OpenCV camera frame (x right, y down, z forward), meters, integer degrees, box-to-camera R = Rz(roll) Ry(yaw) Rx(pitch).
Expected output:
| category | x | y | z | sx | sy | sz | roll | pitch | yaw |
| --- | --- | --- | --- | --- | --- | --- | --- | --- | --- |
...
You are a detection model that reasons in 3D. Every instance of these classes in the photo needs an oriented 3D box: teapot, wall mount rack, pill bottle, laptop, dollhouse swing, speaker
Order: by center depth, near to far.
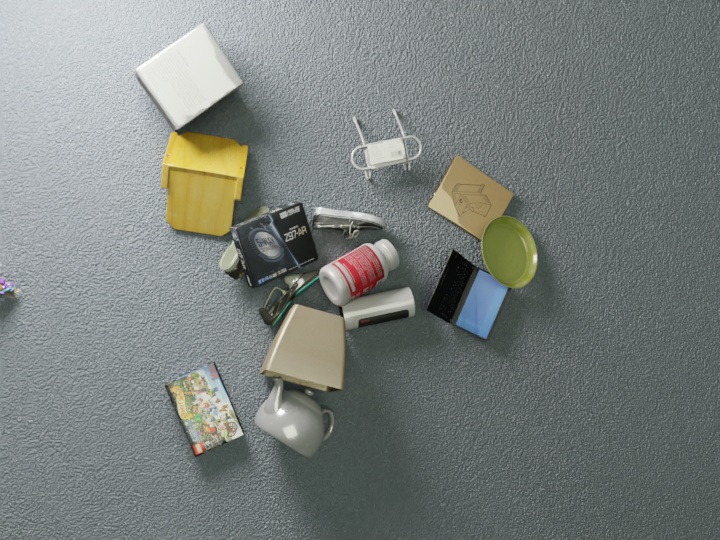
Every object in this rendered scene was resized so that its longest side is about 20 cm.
| category | x | y | z | sx | sy | sz | roll | pitch | yaw |
| --- | --- | --- | --- | --- | --- | --- | --- | --- | --- |
| teapot | -0.160 | 0.371 | 1.687 | 0.196 | 0.200 | 0.147 | 31 | 74 | 3 |
| dollhouse swing | -0.402 | -0.222 | 1.716 | 0.196 | 0.177 | 0.184 | 7 | 47 | -9 |
| pill bottle | 0.000 | 0.000 | 1.736 | 0.198 | 0.112 | 0.113 | -30 | 95 | -23 |
| speaker | 0.042 | 0.101 | 1.769 | 0.197 | 0.081 | 0.083 | -11 | 92 | -11 |
| wall mount rack | 0.059 | -0.340 | 1.782 | 0.197 | 0.075 | 0.177 | -13 | 95 | -10 |
| laptop | 0.297 | 0.069 | 1.798 | 0.199 | 0.102 | 0.179 | 30 | 82 | -47 |

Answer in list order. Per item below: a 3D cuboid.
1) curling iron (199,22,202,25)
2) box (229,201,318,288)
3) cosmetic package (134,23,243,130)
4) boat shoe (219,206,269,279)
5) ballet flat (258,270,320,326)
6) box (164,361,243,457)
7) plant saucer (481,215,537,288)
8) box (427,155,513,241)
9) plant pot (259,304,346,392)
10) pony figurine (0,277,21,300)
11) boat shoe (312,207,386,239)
| category | x | y | z | sx | sy | sz | roll | pitch | yaw |
| --- | --- | --- | --- | --- | --- | --- | --- | --- | --- |
| curling iron | -0.456 | -0.552 | 1.710 | 0.049 | 0.026 | 0.202 | 33 | 85 | -19 |
| box | -0.217 | -0.068 | 1.695 | 0.198 | 0.043 | 0.163 | -25 | 108 | -29 |
| cosmetic package | -0.422 | -0.469 | 1.630 | 0.199 | 0.167 | 0.167 | -37 | 110 | -8 |
| boat shoe | -0.289 | -0.072 | 1.722 | 0.203 | 0.071 | 0.061 | -58 | 140 | -17 |
| ballet flat | -0.188 | 0.056 | 1.738 | 0.068 | 0.068 | 0.200 | 44 | 82 | 2 |
| box | -0.400 | 0.357 | 1.711 | 0.135 | 0.038 | 0.203 | -23 | 94 | -9 |
| plant saucer | 0.404 | -0.048 | 1.832 | 0.197 | 0.031 | 0.204 | 7 | 75 | -27 |
| box | 0.306 | -0.195 | 1.847 | 0.198 | 0.021 | 0.165 | 31 | 85 | -9 |
| plant pot | -0.133 | 0.195 | 1.689 | 0.197 | 0.200 | 0.180 | 16 | 76 | -9 |
| pony figurine | -0.939 | 0.024 | 1.576 | 0.197 | 0.167 | 0.195 | -22 | 125 | -13 |
| boat shoe | -0.030 | -0.119 | 1.760 | 0.196 | 0.074 | 0.069 | 8 | 84 | -9 |
